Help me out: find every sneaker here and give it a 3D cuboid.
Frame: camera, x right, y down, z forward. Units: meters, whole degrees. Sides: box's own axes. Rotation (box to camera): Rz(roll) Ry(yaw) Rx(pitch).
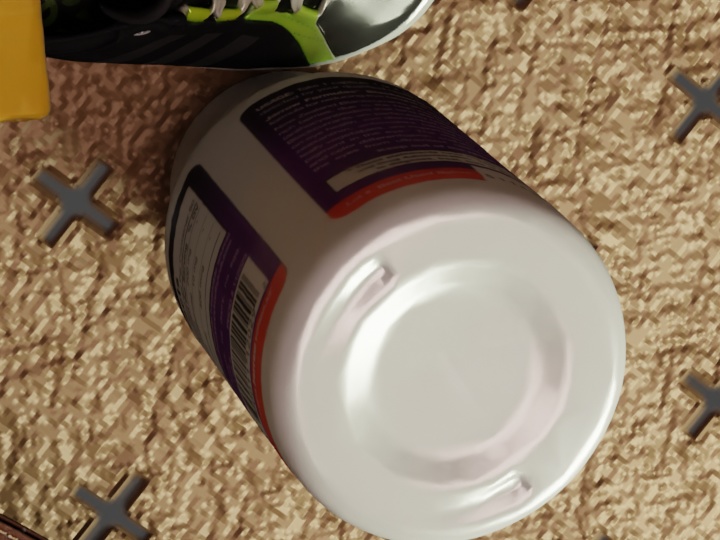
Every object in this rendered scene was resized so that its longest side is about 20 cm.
[{"bbox_3d":[-0.061,-0.091,0.935,0.199,0.083,0.072,-4,109,-16],"label":"sneaker"}]

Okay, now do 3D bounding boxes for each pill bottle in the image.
[{"bbox_3d":[0.000,0.000,0.920,0.111,0.200,0.112,-5,110,-15],"label":"pill bottle"}]

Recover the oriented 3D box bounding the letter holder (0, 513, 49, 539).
[{"bbox_3d":[-0.171,0.117,0.956,0.200,0.101,0.142,29,100,-23],"label":"letter holder"}]

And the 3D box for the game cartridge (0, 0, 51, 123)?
[{"bbox_3d":[-0.185,-0.135,0.833,0.176,0.032,0.201,-7,93,-25],"label":"game cartridge"}]
